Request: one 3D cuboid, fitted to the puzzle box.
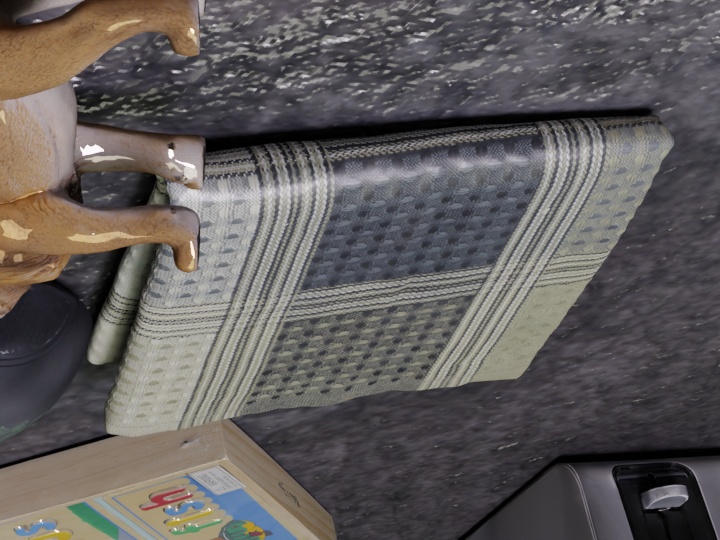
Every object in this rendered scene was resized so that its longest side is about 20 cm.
[{"bbox_3d":[-0.097,0.121,1.069,0.132,0.026,0.200,-16,157,9],"label":"puzzle box"}]

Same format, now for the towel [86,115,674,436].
[{"bbox_3d":[0.000,0.000,0.848,0.191,0.035,0.200,-8,154,-19],"label":"towel"}]

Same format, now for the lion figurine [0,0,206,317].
[{"bbox_3d":[-0.105,-0.046,0.650,0.121,0.073,0.201,3,141,-3],"label":"lion figurine"}]

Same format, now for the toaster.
[{"bbox_3d":[0.163,0.178,1.212,0.179,0.120,0.200,0,154,-25],"label":"toaster"}]

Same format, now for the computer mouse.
[{"bbox_3d":[-0.185,0.038,0.801,0.199,0.053,0.138,4,151,-34],"label":"computer mouse"}]
